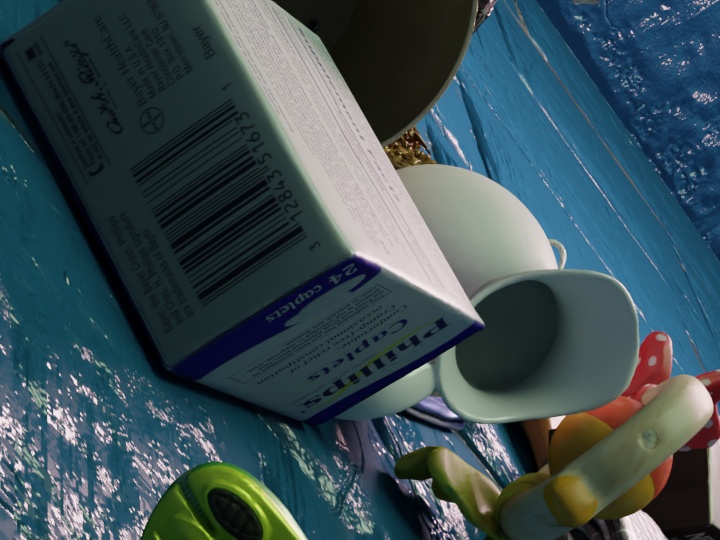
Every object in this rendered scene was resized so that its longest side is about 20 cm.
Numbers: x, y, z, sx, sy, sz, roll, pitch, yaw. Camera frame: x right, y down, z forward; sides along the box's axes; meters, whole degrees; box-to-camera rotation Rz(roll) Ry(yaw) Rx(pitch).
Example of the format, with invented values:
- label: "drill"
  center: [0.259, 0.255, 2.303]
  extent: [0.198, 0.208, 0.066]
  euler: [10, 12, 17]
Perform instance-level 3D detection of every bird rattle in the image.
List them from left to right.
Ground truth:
- label: "bird rattle"
  center: [0.131, 0.105, 1.545]
  extent: [0.113, 0.199, 0.163]
  euler: [63, -21, 2]

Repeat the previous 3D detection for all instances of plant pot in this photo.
- label: "plant pot"
  center: [-0.042, -0.155, 1.565]
  extent: [0.201, 0.200, 0.134]
  euler: [56, -2, -6]

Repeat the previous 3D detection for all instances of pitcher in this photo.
- label: "pitcher"
  center: [0.032, 0.021, 1.550]
  extent: [0.200, 0.171, 0.122]
  euler: [-139, -141, -63]

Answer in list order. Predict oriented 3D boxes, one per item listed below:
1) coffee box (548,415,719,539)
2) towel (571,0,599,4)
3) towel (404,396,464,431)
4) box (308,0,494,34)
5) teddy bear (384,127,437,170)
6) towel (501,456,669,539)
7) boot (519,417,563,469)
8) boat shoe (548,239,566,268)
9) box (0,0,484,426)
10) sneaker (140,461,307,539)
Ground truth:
- label: "coffee box"
  center: [0.211, 0.159, 1.882]
  extent: [0.200, 0.112, 0.080]
  euler: [36, 50, -55]
- label: "towel"
  center: [0.053, -0.241, 1.667]
  extent: [0.171, 0.048, 0.200]
  euler: [30, 16, -32]
- label: "towel"
  center: [0.000, 0.000, 1.721]
  extent: [0.201, 0.024, 0.145]
  euler: [61, 12, 17]
- label: "box"
  center: [-0.013, -0.199, 1.737]
  extent: [0.200, 0.118, 0.197]
  euler: [38, 26, -1]
- label: "teddy bear"
  center: [-0.001, -0.089, 1.842]
  extent: [0.201, 0.067, 0.145]
  euler: [57, 1, -3]
- label: "towel"
  center: [0.167, 0.218, 1.678]
  extent: [0.166, 0.085, 0.200]
  euler: [46, 16, -43]
- label: "boot"
  center: [0.097, 0.069, 1.926]
  extent: [0.188, 0.068, 0.201]
  euler: [47, 25, -58]
- label: "boat shoe"
  center: [0.095, 0.022, 1.777]
  extent: [0.202, 0.086, 0.075]
  euler: [64, 36, -48]
- label: "box"
  center: [-0.053, -0.037, 1.372]
  extent: [0.185, 0.105, 0.200]
  euler: [61, 12, 19]
- label: "sneaker"
  center: [-0.029, 0.137, 1.083]
  extent: [0.084, 0.074, 0.200]
  euler: [-107, 170, -49]
